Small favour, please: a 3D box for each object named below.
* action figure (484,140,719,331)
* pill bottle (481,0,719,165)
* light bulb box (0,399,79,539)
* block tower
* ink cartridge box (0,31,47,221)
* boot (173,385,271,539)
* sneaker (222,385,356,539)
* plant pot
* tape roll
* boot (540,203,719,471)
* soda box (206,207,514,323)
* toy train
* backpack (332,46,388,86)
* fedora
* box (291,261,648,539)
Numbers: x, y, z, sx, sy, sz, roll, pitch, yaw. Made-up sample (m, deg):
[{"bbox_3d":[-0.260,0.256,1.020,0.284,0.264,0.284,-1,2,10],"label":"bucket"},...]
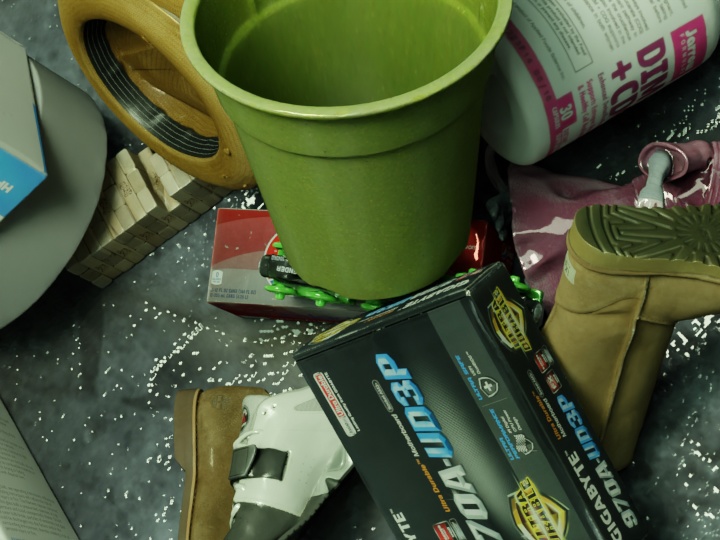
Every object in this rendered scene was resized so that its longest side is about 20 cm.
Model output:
[{"bbox_3d":[0.194,-0.035,1.695,0.199,0.134,0.149,-24,36,10],"label":"action figure"},{"bbox_3d":[0.159,-0.162,1.685,0.199,0.114,0.114,-31,65,-16],"label":"pill bottle"},{"bbox_3d":[-0.324,0.183,1.814,0.198,0.125,0.200,-37,67,9],"label":"light bulb box"},{"bbox_3d":[-0.135,-0.066,1.841,0.200,0.054,0.058,-35,66,11],"label":"block tower"},{"bbox_3d":[-0.313,-0.065,1.775,0.200,0.084,0.146,-41,40,20],"label":"ink cartridge box"},{"bbox_3d":[-0.081,0.173,1.754,0.075,0.074,0.201,-6,73,8],"label":"boot"},{"bbox_3d":[-0.058,0.131,1.718,0.088,0.074,0.200,39,65,5],"label":"sneaker"},{"bbox_3d":[0.002,-0.089,1.610,0.199,0.191,0.201,-5,43,5],"label":"plant pot"},{"bbox_3d":[-0.269,-0.055,1.842,0.200,0.066,0.201,-28,47,34],"label":"tape roll"},{"bbox_3d":[0.184,0.049,1.635,0.174,0.201,0.066,8,42,-7],"label":"boot"},{"bbox_3d":[0.000,0.000,1.765,0.199,0.063,0.070,4,80,22],"label":"soda box"},{"bbox_3d":[0.029,0.014,1.685,0.199,0.056,0.042,10,86,24],"label":"toy train"},{"bbox_3d":[0.001,-0.211,1.761,0.162,0.168,0.200,-44,66,9],"label":"backpack"},{"bbox_3d":[-0.115,-0.143,1.738,0.200,0.201,0.082,37,68,25],"label":"fedora"},{"bbox_3d":[0.068,0.108,1.637,0.159,0.046,0.201,-21,102,42],"label":"box"}]
